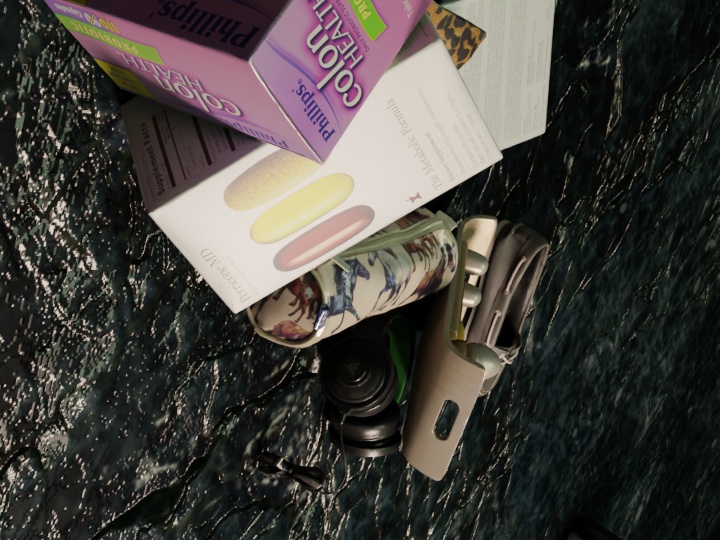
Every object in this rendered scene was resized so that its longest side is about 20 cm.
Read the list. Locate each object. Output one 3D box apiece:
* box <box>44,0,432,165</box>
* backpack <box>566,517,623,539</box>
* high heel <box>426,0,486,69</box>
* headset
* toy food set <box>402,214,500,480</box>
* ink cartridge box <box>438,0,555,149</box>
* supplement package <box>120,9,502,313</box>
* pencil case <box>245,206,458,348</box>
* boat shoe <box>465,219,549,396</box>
[{"bbox_3d":[-0.051,-0.188,0.751,0.201,0.175,0.097,-57,144,-13],"label":"box"},{"bbox_3d":[0.311,0.461,1.796,0.153,0.163,0.201,30,91,-51],"label":"backpack"},{"bbox_3d":[0.049,-0.223,0.962,0.141,0.072,0.201,-21,144,-28],"label":"high heel"},{"bbox_3d":[-0.011,0.112,1.145,0.124,0.093,0.201,83,27,-42],"label":"headset"},{"bbox_3d":[0.090,0.066,1.165,0.201,0.060,0.144,-77,-178,-49],"label":"toy food set"},{"bbox_3d":[0.080,-0.169,1.121,0.198,0.057,0.164,-20,130,-25],"label":"ink cartridge box"},{"bbox_3d":[-0.032,-0.086,0.816,0.199,0.110,0.114,-30,136,7],"label":"supplement package"},{"bbox_3d":[0.000,0.000,1.052,0.199,0.078,0.089,-20,161,-50],"label":"pencil case"},{"bbox_3d":[0.148,0.049,1.340,0.067,0.057,0.202,-22,128,-50],"label":"boat shoe"}]
